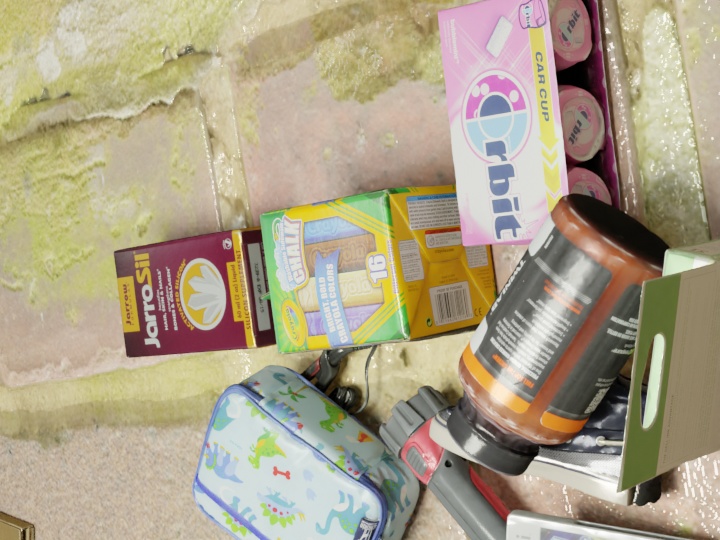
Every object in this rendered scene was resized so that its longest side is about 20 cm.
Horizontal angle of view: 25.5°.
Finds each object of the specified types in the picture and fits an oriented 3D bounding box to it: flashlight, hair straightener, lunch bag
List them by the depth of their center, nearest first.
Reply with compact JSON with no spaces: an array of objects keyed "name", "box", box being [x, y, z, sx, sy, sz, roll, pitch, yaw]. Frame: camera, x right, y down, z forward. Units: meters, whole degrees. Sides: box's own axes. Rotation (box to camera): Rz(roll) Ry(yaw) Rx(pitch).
[{"name":"flashlight","box":[0.099,0.188,1.326,0.068,0.068,0.200,-43,65,2]},{"name":"lunch bag","box":[-0.053,0.199,1.437,0.200,0.082,0.161,37,125,19]},{"name":"hair straightener","box":[-0.041,0.132,1.481,0.200,0.041,0.077,-43,80,34]}]

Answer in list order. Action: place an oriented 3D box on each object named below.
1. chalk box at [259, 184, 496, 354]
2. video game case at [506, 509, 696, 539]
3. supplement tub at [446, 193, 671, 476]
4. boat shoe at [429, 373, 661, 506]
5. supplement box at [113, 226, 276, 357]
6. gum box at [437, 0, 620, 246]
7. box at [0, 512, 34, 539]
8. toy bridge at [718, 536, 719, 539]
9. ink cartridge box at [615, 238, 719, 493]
[{"name":"chalk box","box":[0.000,0.000,1.354,0.199,0.124,0.125,-7,91,44]},{"name":"video game case","box":[0.204,0.268,1.212,0.199,0.018,0.144,6,101,24]},{"name":"supplement tub","box":[0.141,0.051,1.162,0.107,0.107,0.201,43,111,32]},{"name":"boat shoe","box":[0.150,0.114,1.254,0.199,0.075,0.093,13,100,28]},{"name":"supplement box","box":[-0.141,0.021,1.523,0.199,0.085,0.111,-7,90,45]},{"name":"gum box","box":[0.132,-0.113,1.246,0.113,0.066,0.201,-5,92,47]},{"name":"box","box":[-0.460,0.367,1.933,0.199,0.021,0.165,10,102,44]},{"name":"toy bridge","box":[0.318,0.125,1.110,0.067,0.027,0.201,28,110,21]},{"name":"ink cartridge box","box":[0.219,0.059,1.088,0.048,0.199,0.147,15,106,40]}]
